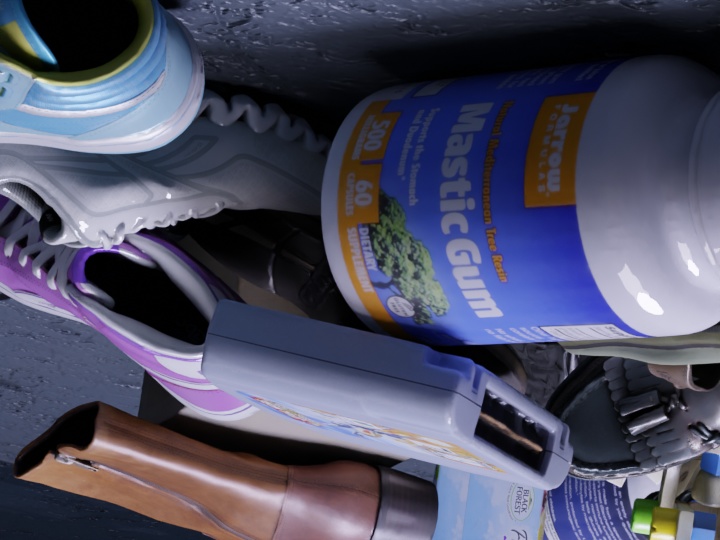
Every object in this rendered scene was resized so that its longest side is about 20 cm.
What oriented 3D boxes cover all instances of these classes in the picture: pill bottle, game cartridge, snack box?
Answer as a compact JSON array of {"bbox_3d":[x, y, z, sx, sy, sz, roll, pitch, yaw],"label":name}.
[{"bbox_3d":[0.190,0.133,1.744,0.111,0.111,0.200,14,165,-25],"label":"pill bottle"},{"bbox_3d":[0.009,0.056,1.275,0.133,0.042,0.200,8,171,20],"label":"game cartridge"},{"bbox_3d":[0.092,-0.028,1.155,0.200,0.112,0.112,-4,162,39],"label":"pill bottle"},{"bbox_3d":[0.071,0.155,1.663,0.068,0.169,0.200,7,-171,1],"label":"snack box"}]

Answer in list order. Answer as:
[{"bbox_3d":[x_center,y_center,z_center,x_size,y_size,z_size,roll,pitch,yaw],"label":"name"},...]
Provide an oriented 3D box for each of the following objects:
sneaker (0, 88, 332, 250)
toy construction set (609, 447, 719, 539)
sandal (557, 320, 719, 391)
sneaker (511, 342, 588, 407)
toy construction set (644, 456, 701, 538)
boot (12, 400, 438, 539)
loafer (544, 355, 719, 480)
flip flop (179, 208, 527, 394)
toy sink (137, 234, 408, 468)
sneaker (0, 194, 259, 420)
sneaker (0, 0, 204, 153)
[{"bbox_3d":[-0.100,-0.043,1.269,0.200,0.081,0.075,11,164,-19],"label":"sneaker"},{"bbox_3d":[0.174,0.086,1.479,0.092,0.131,0.200,5,-168,-11],"label":"toy construction set"},{"bbox_3d":[0.146,0.025,1.219,0.057,0.080,0.201,54,164,-19],"label":"sandal"},{"bbox_3d":[0.075,0.038,1.529,0.060,0.104,0.200,-18,-149,-18],"label":"sneaker"},{"bbox_3d":[0.234,0.135,1.591,0.131,0.200,0.092,38,146,-17],"label":"toy construction set"},{"bbox_3d":[-0.087,0.132,1.510,0.200,0.069,0.188,14,161,-21],"label":"boot"},{"bbox_3d":[0.180,0.044,1.365,0.200,0.072,0.063,-22,180,-1],"label":"loafer"},{"bbox_3d":[0.000,0.000,1.375,0.200,0.058,0.081,36,141,-4],"label":"flip flop"},{"bbox_3d":[-0.037,0.038,1.495,0.130,0.112,0.200,13,161,-18],"label":"toy sink"},{"bbox_3d":[-0.128,-0.012,1.337,0.200,0.073,0.114,30,173,21],"label":"sneaker"},{"bbox_3d":[-0.164,-0.093,1.112,0.200,0.080,0.131,-2,168,1],"label":"sneaker"}]
